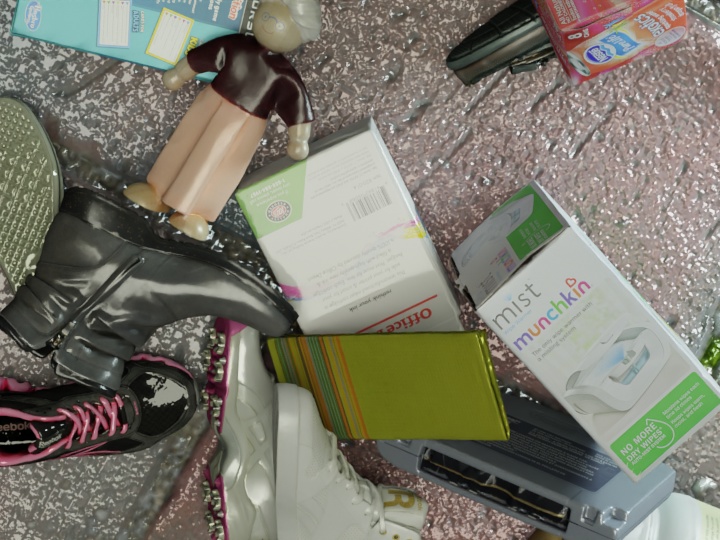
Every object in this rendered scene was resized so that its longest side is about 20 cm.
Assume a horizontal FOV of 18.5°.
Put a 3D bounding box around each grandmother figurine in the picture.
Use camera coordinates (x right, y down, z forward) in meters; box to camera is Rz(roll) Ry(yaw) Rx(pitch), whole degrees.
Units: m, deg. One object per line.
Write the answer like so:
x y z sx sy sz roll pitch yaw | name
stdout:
-0.087 -0.121 1.606 0.121 0.061 0.200 29 100 -2 | grandmother figurine

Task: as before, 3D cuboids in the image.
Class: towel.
0.020 0.083 1.613 0.200 0.018 0.086 -3 111 40 | towel

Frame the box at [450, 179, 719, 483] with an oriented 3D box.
0.161 0.041 1.629 0.097 0.200 0.177 -42 100 6 | box

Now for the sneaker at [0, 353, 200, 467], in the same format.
-0.220 0.116 1.684 0.199 0.095 0.079 -10 101 -1 | sneaker

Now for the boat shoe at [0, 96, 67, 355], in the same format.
-0.244 -0.032 1.669 0.074 0.062 0.201 -20 91 5 | boat shoe

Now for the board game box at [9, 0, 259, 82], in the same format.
-0.144 -0.226 1.635 0.199 0.047 0.152 14 102 -5 | board game box

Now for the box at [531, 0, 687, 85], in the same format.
0.151 -0.248 1.571 0.095 0.100 0.201 -22 69 2 | box

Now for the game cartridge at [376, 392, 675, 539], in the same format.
0.128 0.142 1.659 0.200 0.133 0.041 22 118 24 | game cartridge

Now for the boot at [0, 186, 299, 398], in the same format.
-0.157 0.038 1.623 0.199 0.070 0.132 25 78 -2 | boot

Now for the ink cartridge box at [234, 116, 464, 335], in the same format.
0.000 0.000 1.680 0.117 0.067 0.200 -25 101 5 | ink cartridge box

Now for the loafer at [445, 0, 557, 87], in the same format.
0.161 -0.186 1.647 0.200 0.072 0.063 -33 108 3 | loafer

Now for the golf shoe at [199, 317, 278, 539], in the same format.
-0.076 0.120 1.709 0.091 0.075 0.201 -4 108 -14 | golf shoe

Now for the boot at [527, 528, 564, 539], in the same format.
0.054 0.244 1.738 0.199 0.066 0.176 21 100 -5 | boot

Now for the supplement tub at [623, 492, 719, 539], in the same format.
0.269 0.258 1.708 0.199 0.145 0.145 22 101 -7 | supplement tub

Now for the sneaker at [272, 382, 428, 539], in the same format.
-0.008 0.159 1.645 0.115 0.074 0.200 -3 131 1 | sneaker
